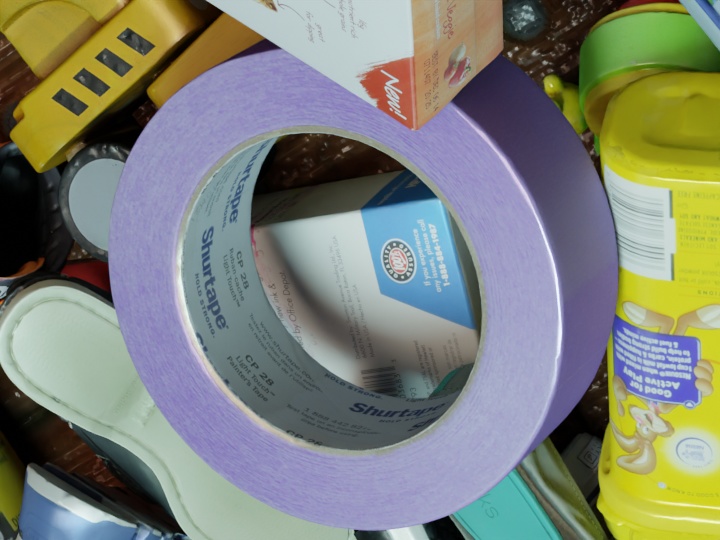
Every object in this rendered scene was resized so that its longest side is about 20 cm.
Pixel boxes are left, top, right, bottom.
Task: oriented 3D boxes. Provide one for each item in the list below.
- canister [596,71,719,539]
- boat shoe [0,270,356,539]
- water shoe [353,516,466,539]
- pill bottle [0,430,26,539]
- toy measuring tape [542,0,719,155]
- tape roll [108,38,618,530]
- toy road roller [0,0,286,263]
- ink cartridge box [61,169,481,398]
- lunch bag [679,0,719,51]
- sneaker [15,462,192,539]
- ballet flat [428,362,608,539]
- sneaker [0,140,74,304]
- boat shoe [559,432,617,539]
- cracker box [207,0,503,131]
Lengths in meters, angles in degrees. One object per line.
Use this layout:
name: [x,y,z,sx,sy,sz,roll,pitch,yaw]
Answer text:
canister: [0.171,0.021,1.223,0.148,0.087,0.201,4,128,12]
boat shoe: [-0.083,0.066,1.314,0.199,0.066,0.075,33,96,-22]
water shoe: [0.020,0.155,1.301,0.079,0.072,0.201,-24,99,16]
pill bottle: [-0.239,0.081,1.437,0.111,0.111,0.200,-32,94,28]
toy measuring tape: [0.159,-0.088,1.233,0.199,0.074,0.074,-11,103,28]
tape roll: [0.000,0.000,1.190,0.199,0.066,0.201,9,110,24]
toy road roller: [-0.076,-0.110,1.296,0.200,0.123,0.146,-39,91,29]
ink cartridge box: [-0.029,0.025,1.354,0.199,0.067,0.117,-8,106,24]
lunch bag: [0.204,-0.164,1.141,0.200,0.082,0.161,-39,67,6]
sneaker: [-0.115,0.161,1.354,0.080,0.199,0.116,31,92,32]
ballet flat: [0.089,0.126,1.288,0.067,0.064,0.201,-22,110,26]
sneaker: [-0.190,0.028,1.343,0.077,0.112,0.201,21,75,-16]
boat shoe: [0.065,0.164,1.362,0.062,0.072,0.200,41,115,7]
cracker box: [-0.039,-0.155,1.098,0.200,0.058,0.134,33,151,25]
